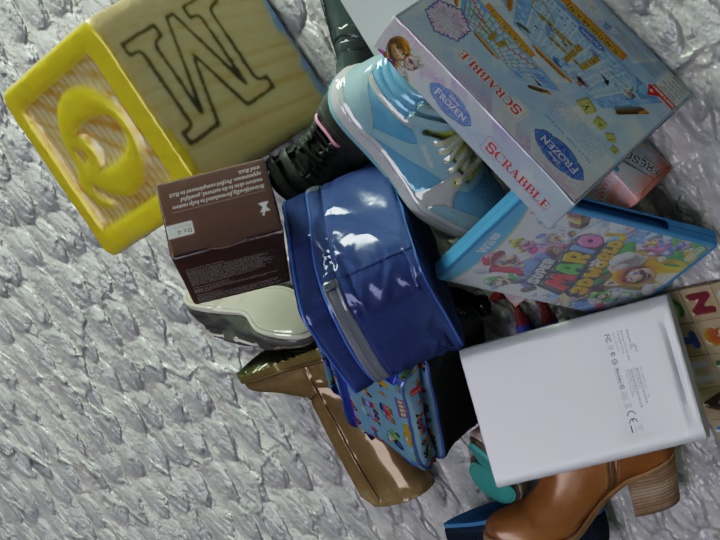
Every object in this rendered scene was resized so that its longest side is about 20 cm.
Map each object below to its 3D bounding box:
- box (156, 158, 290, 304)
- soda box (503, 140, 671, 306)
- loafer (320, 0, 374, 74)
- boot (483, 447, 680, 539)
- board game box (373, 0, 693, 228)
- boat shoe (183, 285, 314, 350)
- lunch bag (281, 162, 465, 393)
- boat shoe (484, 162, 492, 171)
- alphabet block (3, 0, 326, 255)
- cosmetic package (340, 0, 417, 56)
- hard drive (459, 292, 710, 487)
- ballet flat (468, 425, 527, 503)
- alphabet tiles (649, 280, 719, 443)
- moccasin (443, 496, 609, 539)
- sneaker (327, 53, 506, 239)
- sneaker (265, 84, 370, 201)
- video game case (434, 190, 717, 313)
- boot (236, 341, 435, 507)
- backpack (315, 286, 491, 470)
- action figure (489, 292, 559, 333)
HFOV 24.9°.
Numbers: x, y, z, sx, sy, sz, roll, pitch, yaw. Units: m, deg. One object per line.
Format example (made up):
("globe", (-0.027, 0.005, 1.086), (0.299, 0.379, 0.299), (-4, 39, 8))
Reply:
("box", (-0.121, -0.031, 1.479), (0.200, 0.100, 0.075), (98, 158, -79))
("soda box", (0.182, -0.051, 1.444), (0.068, 0.064, 0.200), (47, 138, 3))
("loafer", (0.006, -0.203, 1.485), (0.068, 0.070, 0.201), (-9, 112, 44))
("boot", (0.194, 0.172, 1.528), (0.199, 0.077, 0.156), (-16, 110, 8))
("board game box", (0.141, -0.159, 1.299), (0.200, 0.199, 0.041), (47, 139, 5))
("boat shoe", (-0.110, 0.054, 1.789), (0.199, 0.067, 0.057), (14, 144, 40))
("lunch bag", (0.000, 0.000, 1.471), (0.132, 0.200, 0.136), (-23, 128, 8))
("boat shoe", (0.133, -0.128, 1.426), (0.201, 0.066, 0.072), (24, 147, 58))
("alphabet block", (-0.187, -0.164, 1.588), (0.195, 0.200, 0.197), (-29, 98, 48))
("cosmetic package", (0.047, -0.249, 1.406), (0.113, 0.081, 0.201), (-23, 102, 47))
("hard drive", (0.201, 0.110, 1.476), (0.199, 0.026, 0.133), (-16, 89, 21))
("ballet flat", (0.148, 0.183, 1.631), (0.068, 0.067, 0.200), (37, 168, 14))
("alphabet tiles", (0.342, 0.083, 1.441), (0.199, 0.006, 0.167), (-14, 108, 46))
("moccasin", (0.167, 0.275, 1.680), (0.200, 0.080, 0.069), (-13, 98, 47))
("sneaker", (0.076, -0.112, 1.376), (0.200, 0.080, 0.130), (41, 145, -15))
("sneaker", (-0.038, -0.107, 1.506), (0.071, 0.099, 0.200), (57, 173, 10))
("video game case", (0.184, -0.013, 1.403), (0.199, 0.018, 0.143), (12, 147, -25))
("boot", (-0.032, 0.171, 1.798), (0.175, 0.066, 0.201), (-16, 109, 47))
("backpack", (0.026, 0.075, 1.611), (0.200, 0.134, 0.183), (32, 149, 33))
("action figure", (0.183, 0.106, 1.573), (0.065, 0.052, 0.201), (-10, 114, 41))
